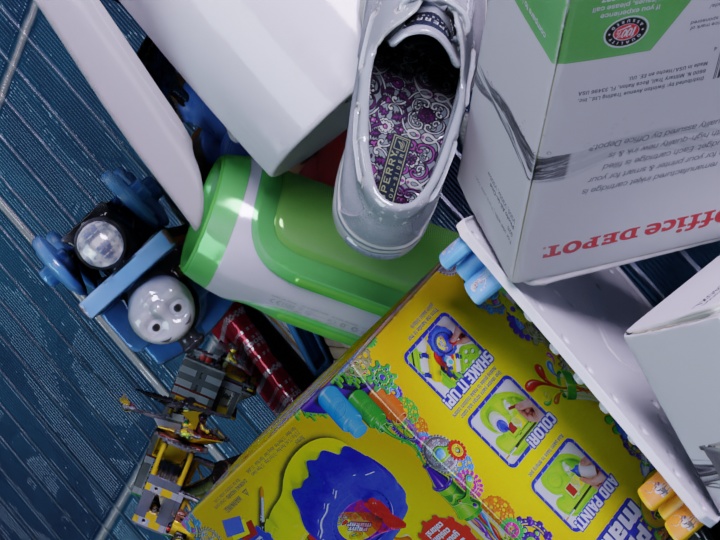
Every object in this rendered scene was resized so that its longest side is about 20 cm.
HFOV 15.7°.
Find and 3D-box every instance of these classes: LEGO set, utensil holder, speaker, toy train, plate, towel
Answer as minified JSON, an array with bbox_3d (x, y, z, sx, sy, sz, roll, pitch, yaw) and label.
[{"bbox_3d":[-0.074,0.115,1.689,0.153,0.116,0.200,23,-175,5],"label":"LEGO set"},{"bbox_3d":[-0.054,-0.177,1.463,0.200,0.170,0.170,51,147,2],"label":"utensil holder"},{"bbox_3d":[0.000,0.000,1.521,0.199,0.089,0.089,20,147,-11],"label":"speaker"},{"bbox_3d":[-0.134,0.000,1.611,0.114,0.087,0.200,47,-179,-2],"label":"toy train"},{"bbox_3d":[-0.160,-0.141,1.485,0.200,0.032,0.200,57,178,-40],"label":"plate"},{"bbox_3d":[-0.042,0.094,1.769,0.200,0.022,0.145,53,173,4],"label":"towel"}]

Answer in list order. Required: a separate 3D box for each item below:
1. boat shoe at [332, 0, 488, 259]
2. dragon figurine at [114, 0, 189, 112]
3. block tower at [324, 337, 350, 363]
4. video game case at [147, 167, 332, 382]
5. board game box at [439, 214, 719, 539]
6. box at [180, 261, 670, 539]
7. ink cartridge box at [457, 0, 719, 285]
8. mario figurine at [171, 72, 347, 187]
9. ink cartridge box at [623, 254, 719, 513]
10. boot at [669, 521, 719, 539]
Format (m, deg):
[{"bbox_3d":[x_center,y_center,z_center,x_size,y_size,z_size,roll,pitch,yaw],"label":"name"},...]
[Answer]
[{"bbox_3d":[0.033,-0.106,1.339,0.070,0.202,0.072,15,157,-9],"label":"boat shoe"},{"bbox_3d":[-0.121,-0.192,1.592,0.059,0.099,0.201,15,126,44],"label":"dragon figurine"},{"bbox_3d":[0.023,0.064,1.681,0.058,0.054,0.201,4,121,49],"label":"block tower"},{"bbox_3d":[-0.076,-0.002,1.695,0.143,0.018,0.200,47,172,19],"label":"video game case"},{"bbox_3d":[0.136,0.047,1.415,0.026,0.200,0.200,-42,83,17],"label":"board game box"},{"bbox_3d":[0.042,0.131,1.449,0.193,0.122,0.200,44,136,0],"label":"box"},{"bbox_3d":[0.136,-0.100,1.294,0.201,0.145,0.084,99,152,-47],"label":"ink cartridge box"},{"bbox_3d":[-0.065,-0.059,1.626,0.200,0.123,0.107,25,98,47],"label":"mario figurine"},{"bbox_3d":[0.245,0.073,1.324,0.083,0.145,0.201,-16,107,56],"label":"ink cartridge box"},{"bbox_3d":[0.129,0.125,1.512,0.199,0.070,0.132,31,139,11],"label":"boot"}]
